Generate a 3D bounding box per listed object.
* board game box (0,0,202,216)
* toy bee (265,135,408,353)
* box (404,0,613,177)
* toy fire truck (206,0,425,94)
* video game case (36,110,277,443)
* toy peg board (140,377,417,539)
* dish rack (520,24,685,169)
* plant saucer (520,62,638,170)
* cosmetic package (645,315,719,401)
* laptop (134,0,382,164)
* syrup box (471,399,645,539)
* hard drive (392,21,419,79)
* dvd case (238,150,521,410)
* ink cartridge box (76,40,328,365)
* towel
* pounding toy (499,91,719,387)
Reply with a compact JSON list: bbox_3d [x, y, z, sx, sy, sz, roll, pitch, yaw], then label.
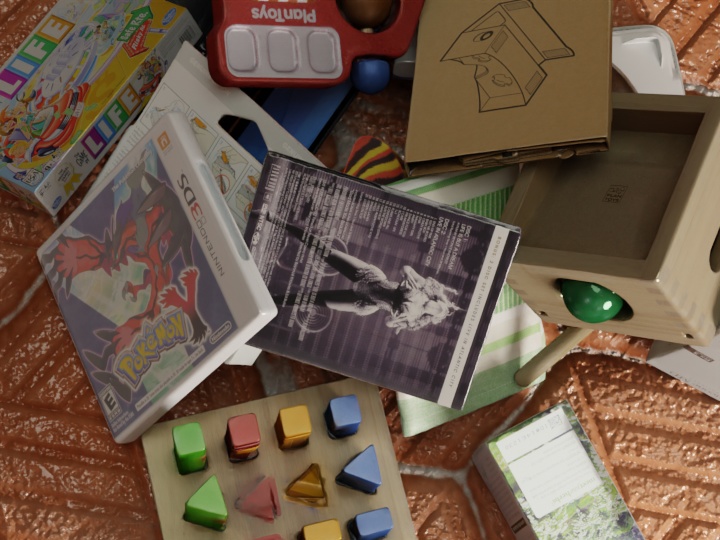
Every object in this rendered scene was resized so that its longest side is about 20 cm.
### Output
[{"bbox_3d":[-0.241,-0.151,1.332,0.134,0.034,0.201,24,69,36],"label":"board game box"},{"bbox_3d":[0.000,0.000,1.310,0.108,0.131,0.201,31,111,19],"label":"toy bee"},{"bbox_3d":[0.119,-0.164,1.274,0.162,0.021,0.201,-7,52,18],"label":"box"},{"bbox_3d":[-0.034,-0.225,1.283,0.198,0.112,0.170,-1,85,-31],"label":"toy fire truck"},{"bbox_3d":[-0.165,0.008,1.251,0.023,0.200,0.183,-3,60,-49],"label":"video game case"},{"bbox_3d":[-0.056,0.191,1.253,0.197,0.098,0.202,-12,76,-9],"label":"toy peg board"},{"bbox_3d":[0.198,-0.137,1.405,0.198,0.044,0.173,-6,74,-9],"label":"dish rack"},{"bbox_3d":[0.147,-0.093,1.342,0.198,0.034,0.202,-1,97,-9],"label":"plant saucer"},{"bbox_3d":[0.310,0.053,1.277,0.101,0.200,0.075,27,76,-1],"label":"cosmetic package"},{"bbox_3d":[-0.100,-0.182,1.352,0.199,0.103,0.178,36,72,-3],"label":"laptop"},{"bbox_3d":[0.173,0.213,1.280,0.078,0.081,0.201,-26,79,-11],"label":"syrup box"},{"bbox_3d":[0.093,-0.252,1.409,0.131,0.025,0.202,2,59,-3],"label":"hard drive"},{"bbox_3d":[0.005,0.009,1.209,0.198,0.016,0.150,17,107,-1],"label":"dvd case"},{"bbox_3d":[-0.114,-0.054,1.277,0.200,0.043,0.174,43,106,24],"label":"ink cartridge box"},{"bbox_3d":[0.079,0.015,1.292,0.152,0.023,0.202,-18,107,-29],"label":"towel"},{"bbox_3d":[0.198,-0.015,1.244,0.183,0.142,0.201,8,65,42],"label":"pounding toy"}]
